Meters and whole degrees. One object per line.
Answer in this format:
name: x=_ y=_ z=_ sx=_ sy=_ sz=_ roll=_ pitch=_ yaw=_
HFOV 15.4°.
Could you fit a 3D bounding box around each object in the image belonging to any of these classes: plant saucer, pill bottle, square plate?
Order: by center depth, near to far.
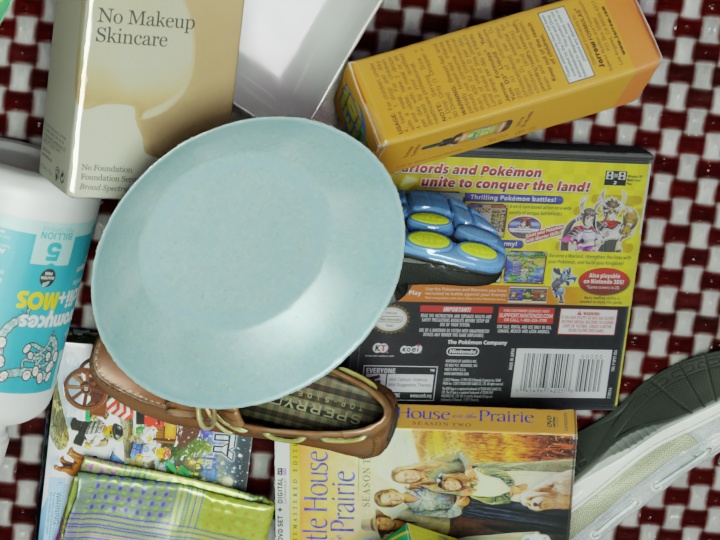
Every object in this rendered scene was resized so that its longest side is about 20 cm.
plant saucer: x=-0.071 y=-0.011 z=1.616 sx=0.200 sy=0.039 sz=0.202 roll=-10 pitch=122 yaw=-17
square plate: x=-0.071 y=-0.216 z=1.673 sx=0.198 sy=0.028 sz=0.200 roll=32 pitch=91 yaw=-5
pill bottle: x=-0.238 y=0.022 z=1.694 sx=0.110 sy=0.111 sz=0.201 roll=12 pitch=104 yaw=-12

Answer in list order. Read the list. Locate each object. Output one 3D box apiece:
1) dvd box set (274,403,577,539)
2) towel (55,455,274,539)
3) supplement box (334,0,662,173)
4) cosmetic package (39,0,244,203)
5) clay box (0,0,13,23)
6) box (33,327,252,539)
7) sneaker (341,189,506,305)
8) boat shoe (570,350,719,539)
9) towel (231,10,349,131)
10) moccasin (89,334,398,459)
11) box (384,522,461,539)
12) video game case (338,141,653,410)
dvd box set: x=0.042 y=0.153 z=1.776 sx=0.199 sy=0.029 sz=0.147 roll=3 pitch=126 yaw=1
towel: x=-0.145 y=0.229 z=1.773 sx=0.143 sy=0.023 sz=0.201 roll=13 pitch=106 yaw=-13
supplement box: x=0.086 y=-0.121 z=1.699 sx=0.199 sy=0.067 sz=0.069 roll=-19 pitch=75 yaw=-17
cosmetic package: x=-0.129 y=-0.146 z=1.607 sx=0.105 sy=0.071 sz=0.201 roll=1 pitch=104 yaw=-22
clay box: x=-0.219 y=-0.257 z=1.630 sx=0.115 sy=0.048 sz=0.200 roll=30 pitch=97 yaw=2
box: x=-0.145 y=0.142 z=1.780 sx=0.136 sy=0.038 sz=0.201 roll=5 pitch=105 yaw=-10
sneaker: x=0.000 y=0.000 z=1.699 sx=0.199 sy=0.071 sz=0.083 roll=-6 pitch=119 yaw=18
boat shoe: x=0.204 y=0.123 z=1.817 sx=0.202 sy=0.074 sz=0.065 roll=-34 pitch=114 yaw=6
towel: x=-0.066 y=-0.072 z=1.736 sx=0.132 sy=0.034 sz=0.201 roll=-7 pitch=108 yaw=-6
moccasin: x=-0.076 y=0.075 z=1.694 sx=0.201 sy=0.078 sz=0.074 roll=19 pitch=79 yaw=8
box: x=0.026 y=0.234 z=1.769 sx=0.117 sy=0.048 sz=0.200 roll=22 pitch=131 yaw=-39
video game case: x=0.089 y=0.004 z=1.771 sx=0.199 sy=0.026 sz=0.181 roll=1 pitch=106 yaw=-19
